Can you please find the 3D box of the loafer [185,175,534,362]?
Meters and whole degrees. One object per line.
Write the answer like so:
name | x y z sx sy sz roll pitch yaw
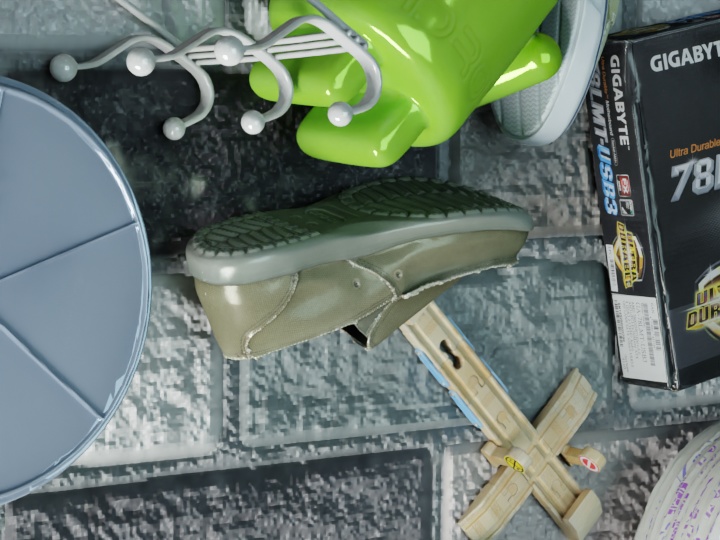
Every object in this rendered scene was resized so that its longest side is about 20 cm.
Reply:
loafer | 0.000 0.000 1.191 0.199 0.075 0.070 -11 112 -30

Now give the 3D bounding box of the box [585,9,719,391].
box | 0.223 -0.051 1.356 0.199 0.050 0.200 -15 104 -35

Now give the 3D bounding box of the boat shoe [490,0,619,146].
boat shoe | 0.118 -0.163 1.256 0.062 0.072 0.202 13 86 -41

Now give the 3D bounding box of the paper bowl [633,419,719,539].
paper bowl | 0.233 0.180 1.348 0.200 0.104 0.202 -4 97 -36

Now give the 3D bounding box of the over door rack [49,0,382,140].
over door rack | -0.101 -0.132 1.053 0.200 0.147 0.067 49 62 -29

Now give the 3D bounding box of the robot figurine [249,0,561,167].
robot figurine | 0.033 -0.144 1.166 0.176 0.115 0.200 49 67 -31

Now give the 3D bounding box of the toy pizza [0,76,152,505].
toy pizza | -0.186 0.010 1.074 0.199 0.032 0.202 -3 95 -35

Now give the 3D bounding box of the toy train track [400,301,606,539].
toy train track | 0.077 0.075 1.270 0.115 0.032 0.200 -51 119 -21
